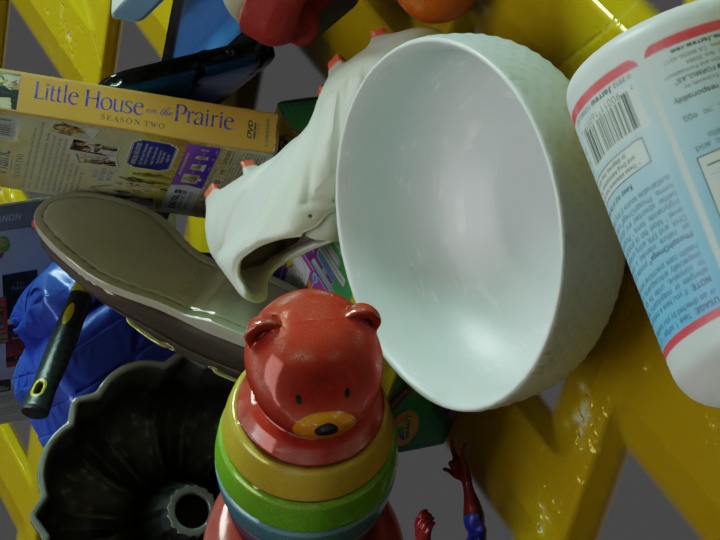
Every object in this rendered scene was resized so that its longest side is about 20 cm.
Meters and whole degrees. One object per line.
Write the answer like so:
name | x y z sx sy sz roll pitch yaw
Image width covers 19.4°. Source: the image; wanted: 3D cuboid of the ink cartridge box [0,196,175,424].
ink cartridge box | -0.242 0.014 1.596 0.084 0.199 0.177 35 128 54

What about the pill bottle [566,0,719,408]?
pill bottle | 0.172 -0.011 0.928 0.109 0.108 0.201 -45 59 56

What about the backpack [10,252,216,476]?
backpack | -0.161 0.060 1.495 0.169 0.162 0.200 61 160 3

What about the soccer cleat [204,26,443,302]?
soccer cleat | -0.013 -0.061 1.219 0.200 0.069 0.078 -42 57 28

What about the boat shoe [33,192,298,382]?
boat shoe | -0.120 0.014 1.324 0.199 0.072 0.060 24 139 17

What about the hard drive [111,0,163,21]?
hard drive | -0.136 -0.287 1.442 0.132 0.026 0.201 151 122 -60

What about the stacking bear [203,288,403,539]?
stacking bear | -0.029 0.091 1.180 0.201 0.121 0.114 96 171 -50

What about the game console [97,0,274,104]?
game console | -0.140 -0.155 1.404 0.200 0.170 0.119 -31 78 60

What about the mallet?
mallet | -0.170 0.011 1.371 0.041 0.065 0.201 73 -160 -50

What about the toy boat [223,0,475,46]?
toy boat | 0.014 -0.191 1.183 0.131 0.130 0.200 40 141 8

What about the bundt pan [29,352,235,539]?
bundt pan | -0.113 0.157 1.338 0.076 0.201 0.203 139 118 -69

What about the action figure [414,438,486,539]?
action figure | 0.073 0.158 1.203 0.200 0.065 0.100 -1 108 60

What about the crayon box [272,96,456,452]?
crayon box | 0.000 0.000 1.298 0.200 0.058 0.119 57 144 37

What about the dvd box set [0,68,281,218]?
dvd box set | -0.159 -0.077 1.312 0.146 0.199 0.030 126 150 -70

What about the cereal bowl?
cereal bowl | 0.074 -0.029 1.121 0.200 0.083 0.202 20 115 54
